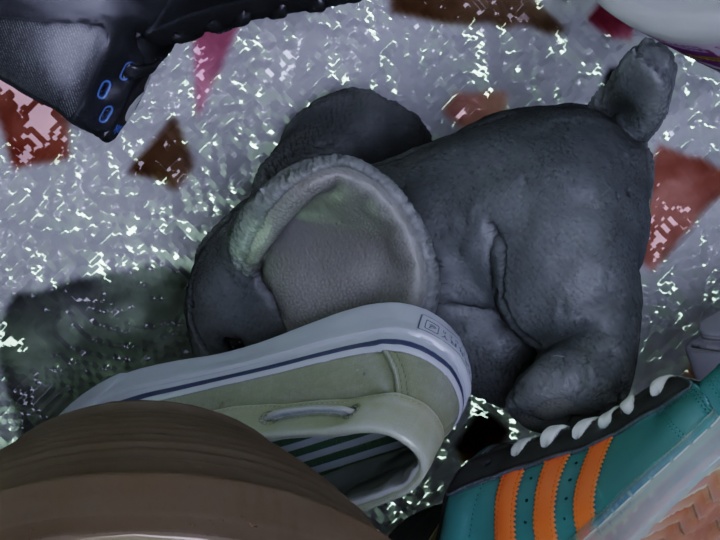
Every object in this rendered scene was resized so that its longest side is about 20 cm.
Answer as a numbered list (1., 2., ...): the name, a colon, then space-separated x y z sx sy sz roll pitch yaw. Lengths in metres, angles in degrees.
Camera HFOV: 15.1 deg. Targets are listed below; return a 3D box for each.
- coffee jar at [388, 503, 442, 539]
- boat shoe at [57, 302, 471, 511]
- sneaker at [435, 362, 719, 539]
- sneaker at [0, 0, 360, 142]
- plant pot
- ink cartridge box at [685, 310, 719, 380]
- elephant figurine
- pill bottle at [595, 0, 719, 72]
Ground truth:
1. coffee jar: 0.100 0.127 1.009 0.085 0.200 0.104 -46 117 -49
2. boat shoe: -0.053 0.069 0.953 0.200 0.062 0.072 -26 113 30
3. sneaker: 0.075 0.077 0.927 0.200 0.080 0.071 -45 149 24
4. sneaker: -0.056 -0.096 0.985 0.200 0.073 0.112 12 101 -9
5. plant pot: -0.070 0.106 0.871 0.201 0.093 0.201 -2 140 -2
6. ink cartridge box: 0.228 0.086 1.061 0.145 0.084 0.200 -31 109 -34
7. elephant figurine: 0.000 0.000 0.992 0.200 0.142 0.155 8 70 -1
8. pill bottle: 0.155 -0.118 0.967 0.200 0.112 0.112 14 100 -61
